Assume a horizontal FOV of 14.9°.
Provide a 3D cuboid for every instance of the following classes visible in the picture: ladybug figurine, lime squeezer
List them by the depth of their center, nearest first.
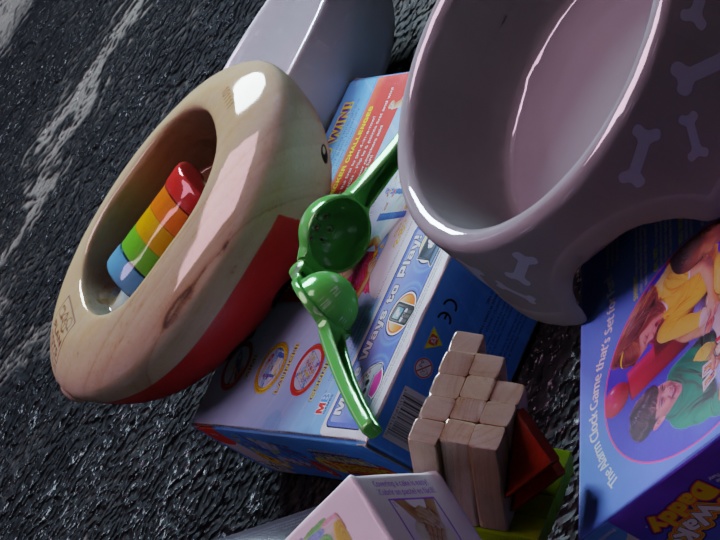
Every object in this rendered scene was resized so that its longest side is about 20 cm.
[{"bbox_3d":[0.000,0.000,1.248,0.070,0.038,0.201,-5,50,24],"label":"lime squeezer"},{"bbox_3d":[-0.080,-0.010,1.351,0.200,0.072,0.136,-50,31,20],"label":"ladybug figurine"}]

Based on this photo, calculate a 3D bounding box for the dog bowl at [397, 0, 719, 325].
[{"bbox_3d":[0.088,-0.081,1.114,0.200,0.058,0.201,-39,38,40],"label":"dog bowl"}]

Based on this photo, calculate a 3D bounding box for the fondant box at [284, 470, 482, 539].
[{"bbox_3d":[0.017,0.192,0.957,0.144,0.058,0.200,-46,64,28],"label":"fondant box"}]

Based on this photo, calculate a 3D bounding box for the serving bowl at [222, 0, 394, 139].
[{"bbox_3d":[-0.037,-0.083,1.489,0.201,0.066,0.200,-56,13,21],"label":"serving bowl"}]

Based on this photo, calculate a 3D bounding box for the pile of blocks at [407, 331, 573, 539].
[{"bbox_3d":[0.058,0.125,1.041,0.082,0.062,0.201,-43,-42,-61],"label":"pile of blocks"}]

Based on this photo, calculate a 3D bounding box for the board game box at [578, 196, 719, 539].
[{"bbox_3d":[0.144,0.006,1.062,0.134,0.045,0.201,-41,29,37],"label":"board game box"}]

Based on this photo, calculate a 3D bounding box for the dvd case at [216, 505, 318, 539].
[{"bbox_3d":[-0.049,0.181,1.173,0.150,0.025,0.200,-18,32,9],"label":"dvd case"}]

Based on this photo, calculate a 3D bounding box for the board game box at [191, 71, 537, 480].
[{"bbox_3d":[0.020,0.001,1.306,0.196,0.056,0.201,0,62,64],"label":"board game box"}]
